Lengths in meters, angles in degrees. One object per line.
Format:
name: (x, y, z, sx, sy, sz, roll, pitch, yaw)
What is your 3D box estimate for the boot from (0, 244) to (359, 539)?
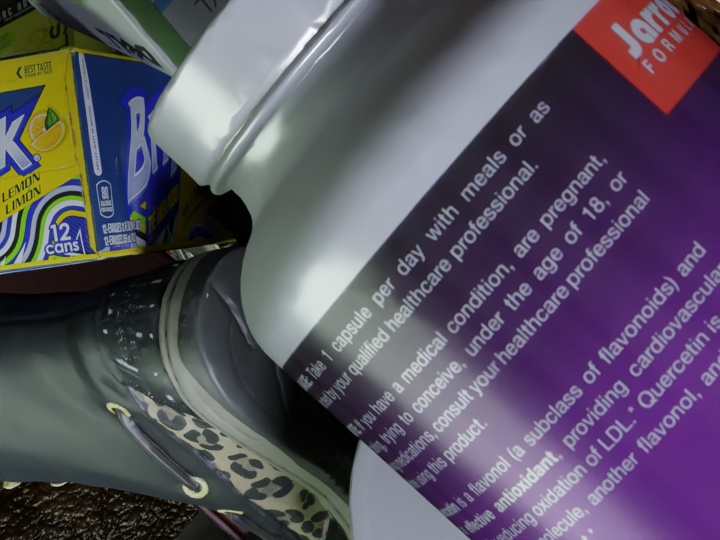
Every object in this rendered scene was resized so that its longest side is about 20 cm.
boot: (-0.058, 0.058, 0.681, 0.153, 0.074, 0.204, -3, 148, 29)

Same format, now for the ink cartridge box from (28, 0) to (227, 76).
ink cartridge box: (-0.085, -0.117, 0.584, 0.200, 0.059, 0.104, 48, 168, -36)

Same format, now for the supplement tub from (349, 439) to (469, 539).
supplement tub: (0.082, 0.101, 0.620, 0.145, 0.146, 0.200, 37, 170, 29)

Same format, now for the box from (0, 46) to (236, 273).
box: (-0.090, -0.035, 0.666, 0.200, 0.069, 0.065, -17, -81, -78)

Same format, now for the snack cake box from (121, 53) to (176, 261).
snack cake box: (-0.099, -0.045, 0.973, 0.115, 0.067, 0.200, 44, 171, -9)

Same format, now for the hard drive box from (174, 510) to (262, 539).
hard drive box: (-0.001, 0.121, 0.904, 0.077, 0.200, 0.156, 45, 171, -22)

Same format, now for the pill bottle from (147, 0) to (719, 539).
pill bottle: (0.054, 0.009, 0.412, 0.200, 0.113, 0.112, 42, 171, 1)

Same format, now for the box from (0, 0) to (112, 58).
box: (-0.137, -0.084, 0.749, 0.050, 0.075, 0.200, 50, 158, 22)

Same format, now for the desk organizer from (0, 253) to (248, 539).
desk organizer: (-0.106, 0.034, 0.918, 0.200, 0.077, 0.072, 35, 169, 36)

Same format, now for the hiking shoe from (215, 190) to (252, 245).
hiking shoe: (0.000, 0.000, 0.727, 0.200, 0.074, 0.087, 48, 169, -34)

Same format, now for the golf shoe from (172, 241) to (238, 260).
golf shoe: (-0.035, 0.000, 0.802, 0.200, 0.078, 0.095, 51, 168, 7)
